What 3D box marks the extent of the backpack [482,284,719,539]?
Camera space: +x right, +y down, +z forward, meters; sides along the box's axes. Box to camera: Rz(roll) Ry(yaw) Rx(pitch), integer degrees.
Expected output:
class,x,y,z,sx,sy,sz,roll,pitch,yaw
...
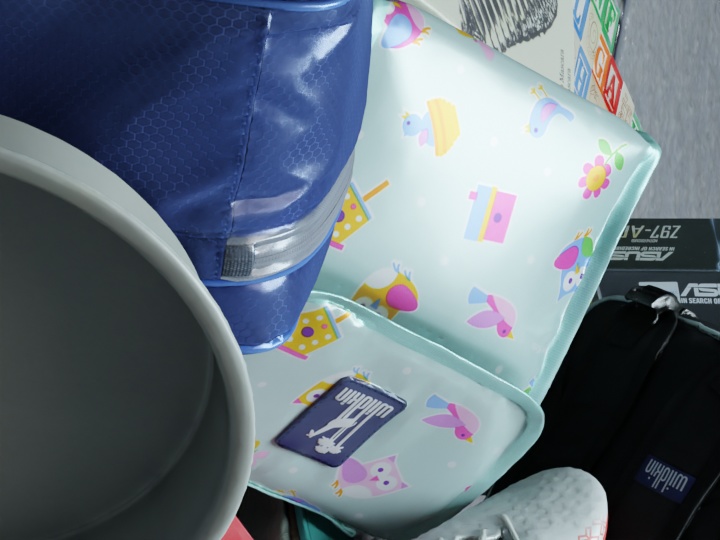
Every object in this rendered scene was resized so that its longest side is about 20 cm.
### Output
class,x,y,z,sx,sy,sz,roll,pitch,yaw
backpack,0.131,0.131,1.139,0.151,0.177,0.200,41,80,-39

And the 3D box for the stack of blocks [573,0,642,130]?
class,x,y,z,sx,sy,sz,roll,pitch,yaw
stack of blocks,0.104,-0.104,1.474,0.200,0.058,0.115,57,41,-56

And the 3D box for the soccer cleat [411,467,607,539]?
class,x,y,z,sx,sy,sz,roll,pitch,yaw
soccer cleat,0.021,0.133,1.037,0.200,0.069,0.085,-39,126,-23

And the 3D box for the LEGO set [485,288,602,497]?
class,x,y,z,sx,sy,sz,roll,pitch,yaw
LEGO set,0.091,0.091,1.295,0.200,0.154,0.116,53,13,-19

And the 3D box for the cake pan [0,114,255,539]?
class,x,y,z,sx,sy,sz,roll,pitch,yaw
cake pan,-0.128,0.030,0.747,0.037,0.200,0.200,-88,167,-50

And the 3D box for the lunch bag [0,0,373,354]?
class,x,y,z,sx,sy,sz,roll,pitch,yaw
lunch bag,-0.099,-0.055,0.794,0.136,0.200,0.133,-75,174,-62

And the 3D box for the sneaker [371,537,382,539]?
class,x,y,z,sx,sy,sz,roll,pitch,yaw
sneaker,0.003,0.217,1.277,0.071,0.080,0.200,29,40,-23

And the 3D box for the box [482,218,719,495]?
class,x,y,z,sx,sy,sz,roll,pitch,yaw
box,0.130,0.047,1.371,0.044,0.200,0.160,-68,153,-47

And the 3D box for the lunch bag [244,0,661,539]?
class,x,y,z,sx,sy,sz,roll,pitch,yaw
lunch bag,0.000,0.000,1.060,0.170,0.122,0.200,26,89,-36

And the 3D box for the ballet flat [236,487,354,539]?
class,x,y,z,sx,sy,sz,roll,pitch,yaw
ballet flat,-0.033,0.104,1.157,0.067,0.064,0.200,41,18,-17

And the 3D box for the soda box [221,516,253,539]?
class,x,y,z,sx,sy,sz,roll,pitch,yaw
soda box,-0.090,0.093,0.983,0.070,0.063,0.200,-44,145,-10

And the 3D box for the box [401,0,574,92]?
class,x,y,z,sx,sy,sz,roll,pitch,yaw
box,0.010,-0.128,1.130,0.200,0.068,0.082,32,50,-46
